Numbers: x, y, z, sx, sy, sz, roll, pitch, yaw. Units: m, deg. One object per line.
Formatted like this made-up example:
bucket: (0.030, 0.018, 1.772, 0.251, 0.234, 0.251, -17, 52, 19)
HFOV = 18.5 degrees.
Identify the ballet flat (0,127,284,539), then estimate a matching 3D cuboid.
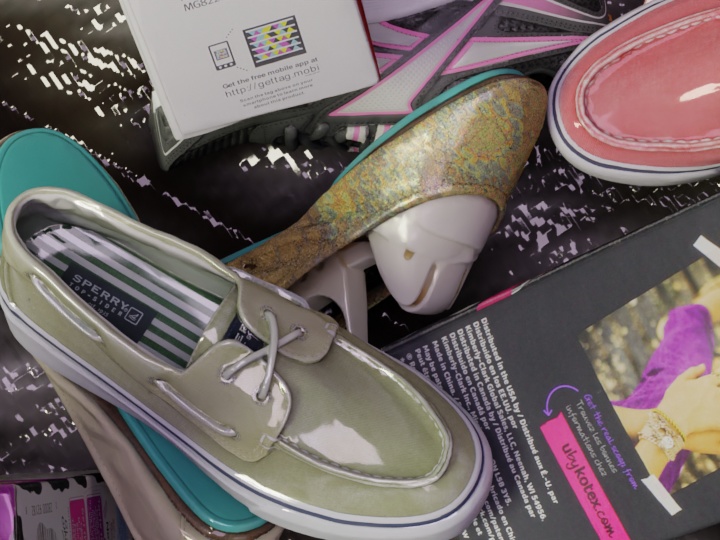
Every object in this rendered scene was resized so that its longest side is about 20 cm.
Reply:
ballet flat: (-0.095, 0.038, 0.848, 0.069, 0.070, 0.201, -31, 67, 1)

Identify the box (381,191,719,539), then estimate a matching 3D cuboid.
box: (0.129, 0.032, 0.799, 0.199, 0.122, 0.107, -26, 84, 35)

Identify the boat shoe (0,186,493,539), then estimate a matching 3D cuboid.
boat shoe: (-0.046, 0.035, 0.777, 0.199, 0.062, 0.072, 24, 68, 11)

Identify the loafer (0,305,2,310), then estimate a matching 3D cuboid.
loafer: (-0.200, -0.061, 0.897, 0.200, 0.073, 0.072, 40, 85, 5)

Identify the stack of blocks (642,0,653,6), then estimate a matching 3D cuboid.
stack of blocks: (0.201, -0.059, 0.873, 0.199, 0.059, 0.116, 21, 87, 5)

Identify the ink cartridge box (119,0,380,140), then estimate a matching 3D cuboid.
ink cartridge box: (-0.064, -0.184, 0.802, 0.083, 0.176, 0.201, -15, 50, 3)

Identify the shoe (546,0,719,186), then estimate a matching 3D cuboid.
shoe: (0.165, -0.082, 0.801, 0.198, 0.091, 0.072, -13, 85, 3)

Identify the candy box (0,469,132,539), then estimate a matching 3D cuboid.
candy box: (-0.166, 0.109, 0.816, 0.135, 0.200, 0.062, -4, 87, 5)

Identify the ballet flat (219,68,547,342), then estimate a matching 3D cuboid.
ballet flat: (0.000, 0.000, 0.852, 0.199, 0.071, 0.071, -33, 84, 25)

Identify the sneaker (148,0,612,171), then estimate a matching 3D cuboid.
sneaker: (0.012, -0.073, 0.879, 0.199, 0.080, 0.087, -21, 88, 4)
